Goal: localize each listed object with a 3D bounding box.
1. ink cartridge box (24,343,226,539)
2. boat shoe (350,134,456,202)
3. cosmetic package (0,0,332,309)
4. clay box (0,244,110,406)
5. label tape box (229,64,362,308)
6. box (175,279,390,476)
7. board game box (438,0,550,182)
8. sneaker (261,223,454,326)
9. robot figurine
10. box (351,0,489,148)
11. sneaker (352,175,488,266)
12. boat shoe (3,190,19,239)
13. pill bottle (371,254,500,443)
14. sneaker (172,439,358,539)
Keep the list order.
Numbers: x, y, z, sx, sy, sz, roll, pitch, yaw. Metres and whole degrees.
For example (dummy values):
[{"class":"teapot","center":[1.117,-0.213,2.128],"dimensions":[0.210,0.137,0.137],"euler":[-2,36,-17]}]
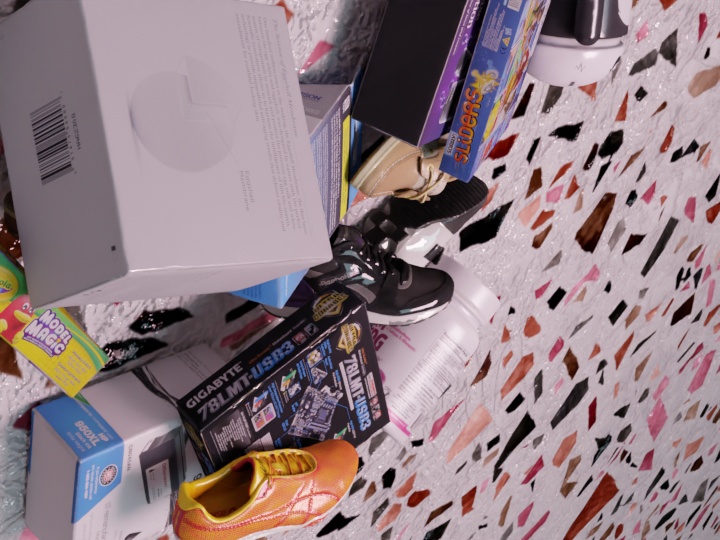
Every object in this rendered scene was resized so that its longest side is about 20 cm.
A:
[{"class":"ink cartridge box","center":[-0.209,0.174,1.106],"dimensions":[0.198,0.084,0.146],"euler":[-21,135,-42]},{"class":"boat shoe","center":[0.062,-0.107,1.170],"dimensions":[0.074,0.067,0.199],"euler":[-48,170,36]},{"class":"cosmetic package","center":[-0.142,-0.088,0.843],"dimensions":[0.198,0.122,0.203],"euler":[-4,81,-49]},{"class":"clay box","center":[-0.265,0.018,0.871],"dimensions":[0.048,0.115,0.201],"euler":[-46,146,-10]},{"class":"label tape box","center":[-0.059,-0.086,1.071],"dimensions":[0.201,0.065,0.145],"euler":[-61,159,-47]},{"class":"box","center":[-0.067,0.138,1.127],"dimensions":[0.198,0.050,0.201],"euler":[-38,144,-21]},{"class":"board game box","center":[0.136,-0.201,1.112],"dimensions":[0.136,0.034,0.202],"euler":[-51,161,-52]},{"class":"sneaker","center":[0.000,0.000,1.157],"dimensions":[0.196,0.076,0.089],"euler":[0,121,-8]},{"class":"robot figurine","center":[0.220,-0.290,1.187],"dimensions":[0.149,0.124,0.203],"euler":[-21,122,-48]},{"class":"box","center":[0.078,-0.231,1.086],"dimensions":[0.141,0.078,0.202],"euler":[-38,149,-62]},{"class":"sneaker","center":[0.055,-0.035,1.273],"dimensions":[0.198,0.074,0.089],"euler":[-31,142,-15]},{"class":"boat shoe","center":[-0.197,-0.043,0.942],"dimensions":[0.199,0.072,0.068],"euler":[-14,128,-48]},{"class":"pill bottle","center":[0.066,0.088,1.352],"dimensions":[0.201,0.113,0.113],"euler":[-51,147,-6]},{"class":"sneaker","center":[-0.078,0.197,1.063],"dimensions":[0.198,0.073,0.078],"euler":[-19,139,-37]}]
